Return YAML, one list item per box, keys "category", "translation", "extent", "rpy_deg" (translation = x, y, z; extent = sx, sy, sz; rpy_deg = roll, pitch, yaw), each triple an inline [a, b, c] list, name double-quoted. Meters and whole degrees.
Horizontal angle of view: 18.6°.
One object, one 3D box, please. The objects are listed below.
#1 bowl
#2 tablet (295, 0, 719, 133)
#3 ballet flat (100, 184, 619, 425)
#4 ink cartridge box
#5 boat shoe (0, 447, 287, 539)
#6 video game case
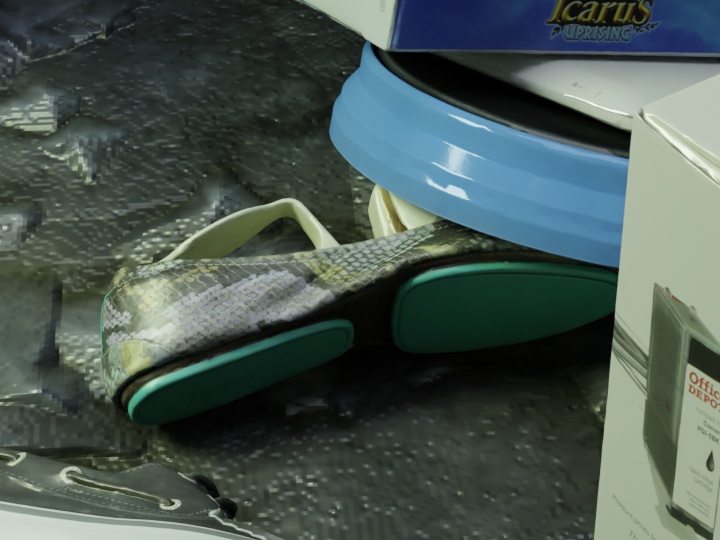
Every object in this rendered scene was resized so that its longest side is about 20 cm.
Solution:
- category: "bowl"
  translation: [0.089, -0.053, 0.841]
  extent: [0.199, 0.040, 0.201]
  rpy_deg: [10, 19, -4]
- category: "tablet"
  translation: [0.065, -0.095, 0.866]
  extent: [0.199, 0.014, 0.130]
  rpy_deg: [26, 24, 33]
- category: "ballet flat"
  translation: [0.000, 0.000, 0.803]
  extent: [0.199, 0.072, 0.072]
  rpy_deg: [-12, 41, -13]
- category: "ink cartridge box"
  translation: [0.155, 0.025, 0.678]
  extent: [0.146, 0.201, 0.083]
  rpy_deg: [-23, 44, -26]
- category: "boat shoe"
  translation: [-0.072, 0.091, 0.708]
  extent: [0.199, 0.070, 0.066]
  rpy_deg: [6, 41, 18]
- category: "video game case"
  translation: [0.046, -0.132, 0.871]
  extent: [0.199, 0.046, 0.181]
  rpy_deg: [-3, 23, -35]
